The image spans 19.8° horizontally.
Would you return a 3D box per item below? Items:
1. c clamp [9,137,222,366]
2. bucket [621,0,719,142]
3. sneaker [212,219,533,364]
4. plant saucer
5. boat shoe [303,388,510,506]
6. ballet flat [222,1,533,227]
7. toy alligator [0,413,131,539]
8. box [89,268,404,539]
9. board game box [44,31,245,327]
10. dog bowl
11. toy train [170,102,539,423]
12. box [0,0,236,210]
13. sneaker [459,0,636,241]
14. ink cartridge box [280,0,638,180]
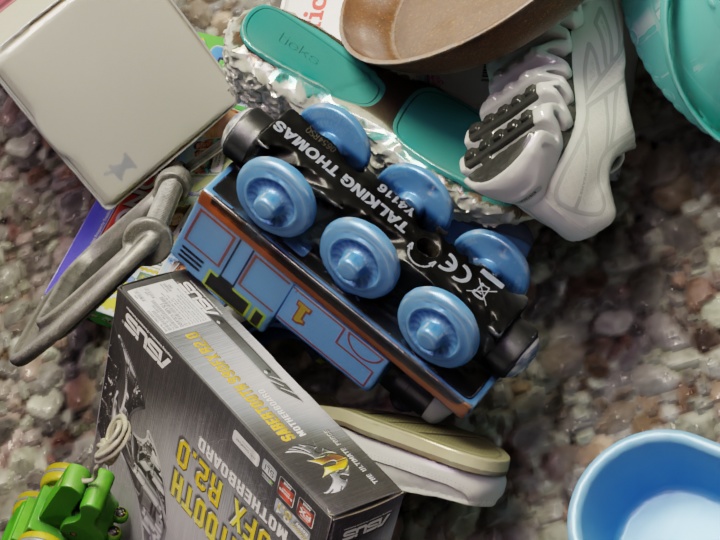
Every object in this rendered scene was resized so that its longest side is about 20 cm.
[{"bbox_3d":[-0.132,-0.020,1.177,0.171,0.027,0.200,-37,13,17],"label":"c clamp"},{"bbox_3d":[0.242,-0.159,1.071,0.206,0.135,0.208,7,70,-21],"label":"bucket"},{"bbox_3d":[0.002,0.010,1.170,0.199,0.074,0.083,-9,74,11],"label":"sneaker"},{"bbox_3d":[0.077,-0.172,1.104,0.200,0.035,0.201,-30,31,20],"label":"plant saucer"},{"bbox_3d":[-0.005,0.107,1.120,0.200,0.075,0.069,11,90,42],"label":"boat shoe"},{"bbox_3d":[0.010,-0.076,1.129,0.200,0.072,0.072,33,77,9],"label":"ballet flat"},{"bbox_3d":[-0.155,0.140,1.137,0.200,0.054,0.059,-42,24,45],"label":"toy alligator"},{"bbox_3d":[-0.069,0.120,1.090,0.048,0.159,0.200,-15,44,-36],"label":"box"},{"bbox_3d":[-0.092,-0.048,1.271,0.134,0.029,0.200,16,69,29],"label":"board game box"},{"bbox_3d":[0.189,0.145,1.022,0.200,0.050,0.112,20,72,32],"label":"dog bowl"},{"bbox_3d":[0.000,0.000,1.080,0.200,0.114,0.087,39,46,6],"label":"toy train"},{"bbox_3d":[-0.177,-0.149,1.271,0.109,0.128,0.200,-39,35,-3],"label":"box"},{"bbox_3d":[0.110,-0.099,1.091,0.075,0.081,0.200,-31,32,44],"label":"sneaker"},{"bbox_3d":[0.059,-0.140,1.205,0.199,0.084,0.145,5,64,15],"label":"ink cartridge box"}]
